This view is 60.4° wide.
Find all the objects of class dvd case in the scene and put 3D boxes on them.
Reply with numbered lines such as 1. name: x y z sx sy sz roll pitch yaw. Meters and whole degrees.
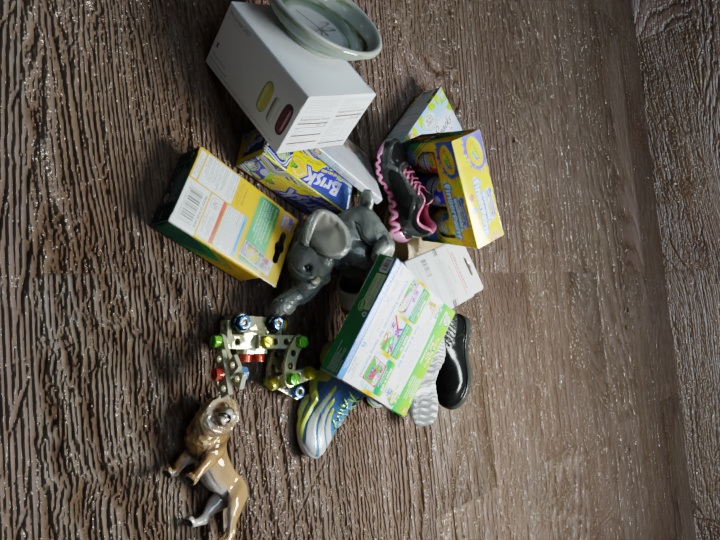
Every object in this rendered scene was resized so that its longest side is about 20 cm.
1. dvd case: -0.041 -0.214 1.091 0.200 0.018 0.143 34 30 -40

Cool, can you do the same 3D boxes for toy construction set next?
1. toy construction set: -0.152 0.130 0.914 0.200 0.092 0.132 12 74 -58

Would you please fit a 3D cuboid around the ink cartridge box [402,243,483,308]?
1. ink cartridge box: 0.139 0.021 1.171 0.200 0.067 0.116 -21 87 -48

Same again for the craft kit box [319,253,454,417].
1. craft kit box: 0.051 0.107 0.981 0.197 0.048 0.200 40 73 -41

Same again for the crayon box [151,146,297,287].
1. crayon box: -0.195 -0.071 0.921 0.200 0.051 0.126 37 58 -38

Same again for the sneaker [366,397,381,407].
1. sneaker: 0.049 0.149 1.135 0.074 0.082 0.201 -6 87 -46

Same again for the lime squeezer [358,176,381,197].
1. lime squeezer: 0.033 -0.153 1.188 0.071 0.038 0.200 40 42 -16

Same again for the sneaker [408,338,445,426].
1. sneaker: 0.107 0.189 1.182 0.074 0.082 0.201 5 95 -23

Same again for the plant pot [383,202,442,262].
1. plant pot: 0.123 -0.091 1.248 0.199 0.027 0.201 -6 101 -33

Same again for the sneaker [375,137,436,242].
1. sneaker: 0.092 -0.148 1.138 0.079 0.095 0.201 -37 119 -44

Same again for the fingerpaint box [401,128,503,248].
1. fingerpaint box: 0.163 -0.150 1.148 0.073 0.167 0.201 -27 111 -26

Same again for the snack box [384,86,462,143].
1. snack box: 0.147 -0.264 1.323 0.169 0.068 0.200 56 47 -28

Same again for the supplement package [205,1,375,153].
1. supplement package: -0.107 -0.296 0.949 0.156 0.111 0.200 -21 68 -48

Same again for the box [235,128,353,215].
1. box: -0.103 -0.156 1.021 0.200 0.070 0.065 32 57 -41

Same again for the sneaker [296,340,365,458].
1. sneaker: -0.037 0.206 1.010 0.076 0.105 0.201 33 60 -41

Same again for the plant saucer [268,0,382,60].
1. plant saucer: -0.063 -0.373 0.930 0.200 0.050 0.201 24 40 -22

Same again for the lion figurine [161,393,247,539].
1. lion figurine: -0.198 0.280 0.857 0.122 0.072 0.201 -47 133 -56

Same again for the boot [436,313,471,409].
1. boot: 0.152 0.163 1.249 0.158 0.079 0.212 28 59 -46

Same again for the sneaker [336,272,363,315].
1. sneaker: 0.000 0.000 1.133 0.085 0.073 0.200 93 17 -44

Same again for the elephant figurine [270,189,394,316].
1. elephant figurine: -0.056 -0.031 0.977 0.199 0.155 0.142 -3 128 -27
